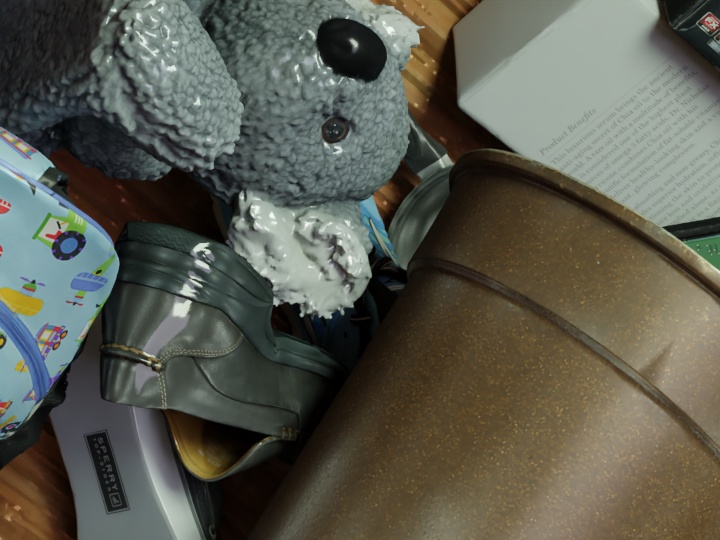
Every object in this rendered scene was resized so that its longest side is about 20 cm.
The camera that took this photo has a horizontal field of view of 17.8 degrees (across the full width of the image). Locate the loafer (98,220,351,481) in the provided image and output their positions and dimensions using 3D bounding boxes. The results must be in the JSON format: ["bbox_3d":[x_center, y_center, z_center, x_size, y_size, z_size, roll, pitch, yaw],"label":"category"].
[{"bbox_3d":[-0.056,0.052,0.949,0.200,0.072,0.073,47,60,-54],"label":"loafer"}]

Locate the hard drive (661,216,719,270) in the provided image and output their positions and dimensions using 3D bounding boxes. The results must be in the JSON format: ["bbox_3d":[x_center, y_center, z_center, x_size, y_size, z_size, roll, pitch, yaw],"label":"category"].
[{"bbox_3d":[0.164,0.046,1.090,0.038,0.198,0.141,-30,108,-71],"label":"hard drive"}]

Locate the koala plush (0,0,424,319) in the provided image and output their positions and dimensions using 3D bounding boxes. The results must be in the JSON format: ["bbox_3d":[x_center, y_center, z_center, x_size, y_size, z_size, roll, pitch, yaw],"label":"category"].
[{"bbox_3d":[-0.059,-0.086,0.933,0.199,0.183,0.179,25,60,-35],"label":"koala plush"}]

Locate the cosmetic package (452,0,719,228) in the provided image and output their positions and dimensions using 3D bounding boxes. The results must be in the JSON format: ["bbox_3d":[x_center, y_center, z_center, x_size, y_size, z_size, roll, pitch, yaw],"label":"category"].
[{"bbox_3d":[0.148,-0.071,1.111,0.200,0.101,0.072,37,29,-26],"label":"cosmetic package"}]

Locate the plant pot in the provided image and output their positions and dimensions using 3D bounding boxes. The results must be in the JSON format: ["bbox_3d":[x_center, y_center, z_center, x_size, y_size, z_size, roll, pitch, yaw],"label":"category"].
[{"bbox_3d":[0.060,0.091,0.924,0.200,0.200,0.199,44,76,-23],"label":"plant pot"}]

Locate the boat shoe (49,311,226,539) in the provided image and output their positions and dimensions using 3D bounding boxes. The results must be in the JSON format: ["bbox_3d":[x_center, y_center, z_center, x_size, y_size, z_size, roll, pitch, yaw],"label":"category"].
[{"bbox_3d":[-0.089,0.099,0.998,0.066,0.070,0.202,-21,97,-55],"label":"boat shoe"}]

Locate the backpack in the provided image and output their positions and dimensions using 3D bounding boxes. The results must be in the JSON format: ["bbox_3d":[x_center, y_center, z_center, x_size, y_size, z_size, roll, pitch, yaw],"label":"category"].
[{"bbox_3d":[-0.183,0.001,0.838,0.182,0.200,0.135,31,73,-8],"label":"backpack"}]

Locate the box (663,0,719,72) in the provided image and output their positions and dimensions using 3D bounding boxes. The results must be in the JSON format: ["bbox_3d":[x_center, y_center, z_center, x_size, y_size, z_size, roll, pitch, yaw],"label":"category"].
[{"bbox_3d":[0.204,-0.137,1.119,0.159,0.046,0.201,37,28,-25],"label":"box"}]

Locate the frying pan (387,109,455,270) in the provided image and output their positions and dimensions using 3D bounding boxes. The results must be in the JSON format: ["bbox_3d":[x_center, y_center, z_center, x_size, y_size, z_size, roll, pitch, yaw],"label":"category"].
[{"bbox_3d":[0.036,-0.019,1.081,0.190,0.115,0.031,39,23,13],"label":"frying pan"}]

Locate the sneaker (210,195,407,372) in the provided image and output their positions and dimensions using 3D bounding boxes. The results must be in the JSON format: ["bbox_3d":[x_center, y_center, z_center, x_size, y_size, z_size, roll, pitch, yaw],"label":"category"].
[{"bbox_3d":[0.000,0.000,1.034,0.078,0.090,0.201,-28,103,-29],"label":"sneaker"}]
